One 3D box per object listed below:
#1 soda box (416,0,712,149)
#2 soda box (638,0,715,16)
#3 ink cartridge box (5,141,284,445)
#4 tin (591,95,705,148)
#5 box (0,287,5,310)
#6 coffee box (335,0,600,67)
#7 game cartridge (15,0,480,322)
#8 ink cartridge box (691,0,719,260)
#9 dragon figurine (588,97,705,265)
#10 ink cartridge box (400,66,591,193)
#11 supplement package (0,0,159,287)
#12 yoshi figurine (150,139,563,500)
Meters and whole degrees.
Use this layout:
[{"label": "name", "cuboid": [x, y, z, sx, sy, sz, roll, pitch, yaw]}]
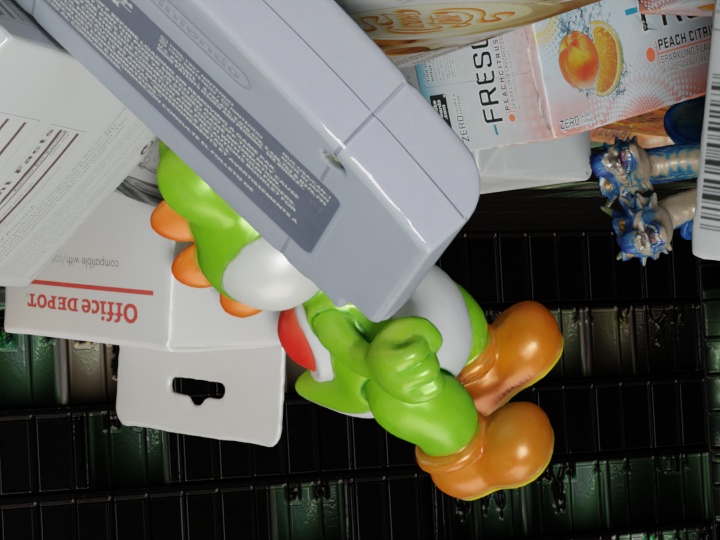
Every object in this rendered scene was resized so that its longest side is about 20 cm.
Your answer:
[{"label": "soda box", "cuboid": [0.111, -0.099, 1.152, 0.068, 0.064, 0.199, -6, -172, 45]}, {"label": "soda box", "cuboid": [0.199, -0.131, 1.116, 0.199, 0.064, 0.068, -2, 177, -37]}, {"label": "ink cartridge box", "cuboid": [-0.089, -0.030, 1.210, 0.068, 0.201, 0.116, -1, -177, -42]}, {"label": "tin", "cuboid": [0.112, -0.090, 1.347, 0.199, 0.042, 0.112, 7, 174, -22]}, {"label": "box", "cuboid": [-0.181, -0.056, 1.384, 0.124, 0.149, 0.200, -2, 178, -37]}, {"label": "coffee box", "cuboid": [0.003, -0.118, 0.976, 0.114, 0.080, 0.200, -2, 177, -22]}, {"label": "game cartridge", "cuboid": [-0.047, -0.072, 0.913, 0.042, 0.200, 0.133, -45, 177, -21]}, {"label": "ink cartridge box", "cuboid": [0.211, -0.082, 1.060, 0.199, 0.164, 0.057, -1, -173, -43]}, {"label": "dragon figurine", "cuboid": [0.164, -0.047, 1.221, 0.099, 0.059, 0.200, -9, -174, 25]}, {"label": "ink cartridge box", "cuboid": [0.009, -0.088, 1.262, 0.068, 0.117, 0.200, 0, 176, -38]}, {"label": "supplement package", "cuboid": [-0.160, -0.071, 1.044, 0.110, 0.114, 0.200, -47, 167, 9]}, {"label": "yoshi figurine", "cuboid": [0.011, -0.004, 1.134, 0.200, 0.112, 0.112, 41, 169, -29]}]
